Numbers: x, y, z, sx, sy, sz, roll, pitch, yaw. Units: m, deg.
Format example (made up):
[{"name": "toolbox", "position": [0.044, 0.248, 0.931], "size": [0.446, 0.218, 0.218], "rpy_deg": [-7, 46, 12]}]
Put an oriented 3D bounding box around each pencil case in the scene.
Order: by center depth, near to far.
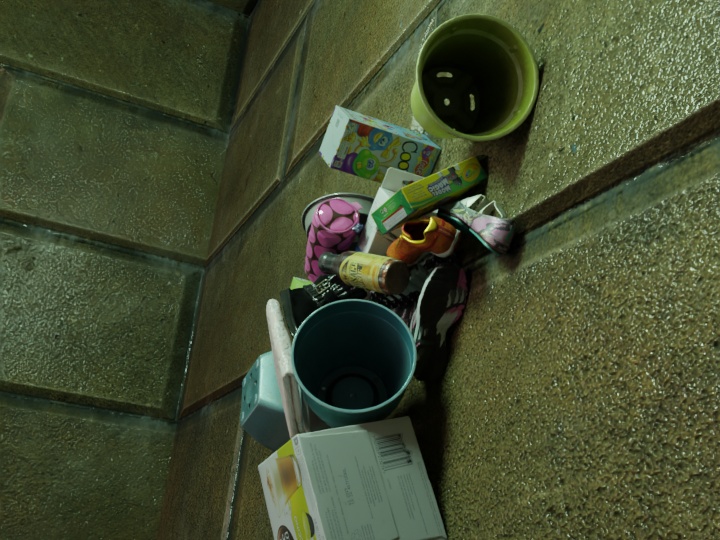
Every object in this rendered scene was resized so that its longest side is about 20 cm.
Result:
[{"name": "pencil case", "position": [-0.053, -0.053, 1.543], "size": [0.094, 0.091, 0.200], "rpy_deg": [-39, -16, -30]}]

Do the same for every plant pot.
[{"name": "plant pot", "position": [0.168, -0.301, 1.331], "size": [0.184, 0.200, 0.201], "rpy_deg": [179, 105, -79]}, {"name": "plant pot", "position": [-0.013, 0.182, 1.340], "size": [0.188, 0.200, 0.200], "rpy_deg": [93, 178, -57]}, {"name": "plant pot", "position": [-0.142, 0.272, 1.683], "size": [0.196, 0.200, 0.196], "rpy_deg": [127, 149, -45]}]

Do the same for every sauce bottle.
[{"name": "sauce bottle", "position": [0.000, 0.000, 1.414], "size": [0.200, 0.066, 0.066], "rpy_deg": [9, 85, 50]}]

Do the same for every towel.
[{"name": "towel", "position": [-0.135, 0.183, 1.447], "size": [0.200, 0.032, 0.191], "rpy_deg": [-113, 16, -50]}]

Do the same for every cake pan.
[{"name": "cake pan", "position": [-0.021, -0.080, 1.602], "size": [0.200, 0.200, 0.037], "rpy_deg": [-47, 31, 50]}]

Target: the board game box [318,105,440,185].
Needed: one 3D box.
[{"name": "board game box", "position": [0.036, -0.234, 1.561], "size": [0.103, 0.200, 0.105], "rpy_deg": [-68, 23, 19]}]

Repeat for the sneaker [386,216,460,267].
[{"name": "sneaker", "position": [0.092, -0.056, 1.334], "size": [0.200, 0.077, 0.073], "rpy_deg": [-23, 39, 63]}]

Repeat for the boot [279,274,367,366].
[{"name": "boot", "position": [-0.058, 0.077, 1.471], "size": [0.211, 0.158, 0.079], "rpy_deg": [-111, 2, -48]}]

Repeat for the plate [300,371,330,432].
[{"name": "plate", "position": [-0.063, 0.218, 1.519], "size": [0.200, 0.032, 0.200], "rpy_deg": [-52, -29, -44]}]

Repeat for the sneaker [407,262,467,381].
[{"name": "sneaker", "position": [0.112, 0.079, 1.342], "size": [0.086, 0.080, 0.200], "rpy_deg": [-143, 71, -69]}]

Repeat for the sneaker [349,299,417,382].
[{"name": "sneaker", "position": [0.028, 0.121, 1.470], "size": [0.076, 0.115, 0.200], "rpy_deg": [-144, 70, -67]}]

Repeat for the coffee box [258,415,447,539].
[{"name": "coffee box", "position": [-0.021, 0.364, 1.254], "size": [0.198, 0.200, 0.200], "rpy_deg": [-46, 54, 52]}]

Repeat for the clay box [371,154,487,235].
[{"name": "clay box", "position": [0.126, -0.131, 1.357], "size": [0.048, 0.200, 0.115], "rpy_deg": [62, 149, 5]}]

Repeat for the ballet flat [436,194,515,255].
[{"name": "ballet flat", "position": [0.192, -0.083, 1.279], "size": [0.071, 0.069, 0.200], "rpy_deg": [-55, 27, 4]}]

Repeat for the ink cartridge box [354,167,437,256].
[{"name": "ink cartridge box", "position": [0.073, -0.078, 1.486], "size": [0.067, 0.116, 0.200], "rpy_deg": [-119, 47, -62]}]

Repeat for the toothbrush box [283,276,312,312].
[{"name": "toothbrush box", "position": [-0.063, 0.087, 1.678], "size": [0.200, 0.145, 0.086], "rpy_deg": [-146, 73, -68]}]

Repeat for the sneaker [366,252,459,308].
[{"name": "sneaker", "position": [0.094, -0.001, 1.427], "size": [0.200, 0.066, 0.091], "rpy_deg": [-34, 31, 32]}]
